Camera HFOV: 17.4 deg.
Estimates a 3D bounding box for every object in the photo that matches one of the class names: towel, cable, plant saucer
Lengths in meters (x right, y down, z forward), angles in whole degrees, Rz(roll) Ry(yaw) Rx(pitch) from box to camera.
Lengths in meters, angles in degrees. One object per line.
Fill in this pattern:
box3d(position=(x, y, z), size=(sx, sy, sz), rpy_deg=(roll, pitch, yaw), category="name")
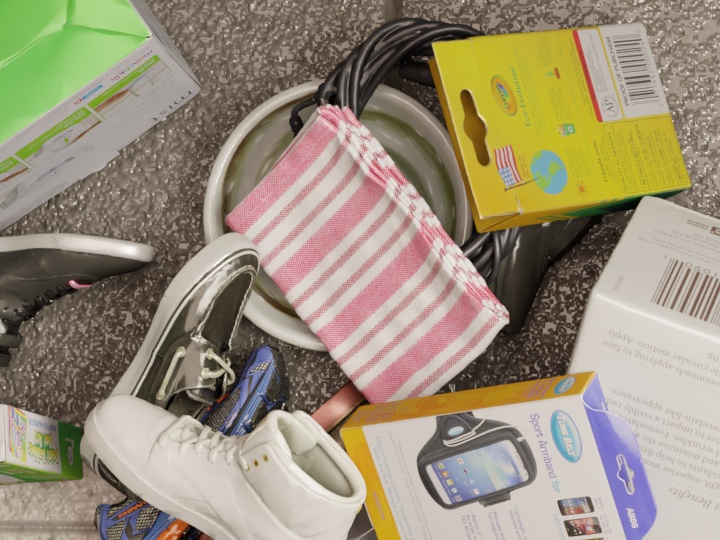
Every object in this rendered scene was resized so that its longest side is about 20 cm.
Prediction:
box3d(position=(0.000, 0.000, 1.634), size=(0.200, 0.030, 0.146), rpy_deg=(52, 131, 11), category="towel")
box3d(position=(0.052, -0.078, 1.663), size=(0.163, 0.051, 0.201), rpy_deg=(-32, 72, 1), category="cable")
box3d(position=(-0.014, -0.039, 1.720), size=(0.199, 0.050, 0.202), rpy_deg=(-1, 84, 8), category="plant saucer")

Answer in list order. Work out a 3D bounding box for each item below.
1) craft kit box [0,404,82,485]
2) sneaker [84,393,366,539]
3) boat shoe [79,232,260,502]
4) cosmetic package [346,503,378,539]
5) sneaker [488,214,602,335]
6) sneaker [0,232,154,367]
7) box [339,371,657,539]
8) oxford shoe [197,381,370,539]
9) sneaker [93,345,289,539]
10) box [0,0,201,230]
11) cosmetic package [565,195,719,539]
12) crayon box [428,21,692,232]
box3d(position=(-0.317, 0.131, 1.668), size=(0.196, 0.200, 0.049), rpy_deg=(-2, 81, 8), category="craft kit box")
box3d(position=(-0.085, 0.119, 1.562), size=(0.199, 0.074, 0.116), rpy_deg=(33, 128, 9), category="sneaker")
box3d(position=(-0.120, 0.070, 1.661), size=(0.064, 0.071, 0.201), rpy_deg=(34, 96, 32), category="boat shoe")
box3d(position=(-0.012, 0.224, 1.652), size=(0.199, 0.090, 0.107), rpy_deg=(-33, 114, 0), category="cosmetic package")
box3d(position=(0.143, -0.048, 1.690), size=(0.090, 0.076, 0.201), rpy_deg=(16, 88, 4), category="sneaker")
box3d(position=(-0.245, 0.024, 1.740), size=(0.199, 0.071, 0.100), rpy_deg=(-4, 84, 14), category="sneaker")
box3d(position=(0.096, 0.135, 1.527), size=(0.199, 0.041, 0.120), rpy_deg=(-10, 109, 25), category="box")
box3d(position=(-0.050, 0.172, 1.691), size=(0.075, 0.070, 0.200), rpy_deg=(44, 92, 5), category="oxford shoe")
box3d(position=(-0.124, 0.134, 1.705), size=(0.078, 0.075, 0.200), rpy_deg=(36, 88, 14), category="sneaker")
box3d(position=(-0.233, -0.127, 1.699), size=(0.200, 0.176, 0.097), rpy_deg=(-35, 80, 3), category="box")
box3d(position=(0.223, 0.089, 1.574), size=(0.164, 0.165, 0.201), rpy_deg=(20, 120, 10), category="cosmetic package")
box3d(position=(0.126, -0.099, 1.604), size=(0.051, 0.199, 0.128), rpy_deg=(-25, 77, 50), category="crayon box")
